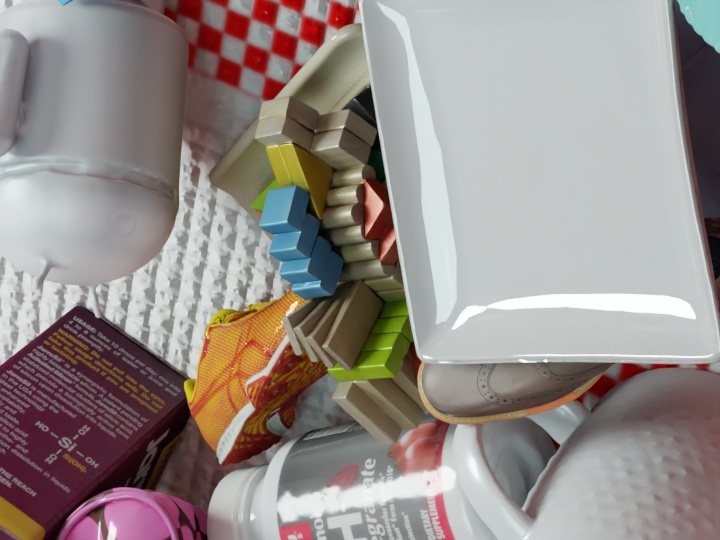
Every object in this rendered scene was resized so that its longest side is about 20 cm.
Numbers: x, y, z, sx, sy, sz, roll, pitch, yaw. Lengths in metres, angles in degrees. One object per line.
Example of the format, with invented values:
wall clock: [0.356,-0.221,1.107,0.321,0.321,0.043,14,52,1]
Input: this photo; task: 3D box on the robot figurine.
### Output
robot figurine: [-0.156,-0.078,1.381,0.113,0.169,0.200,-7,72,36]

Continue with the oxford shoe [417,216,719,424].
oxford shoe: [0.111,0.022,1.258,0.200,0.073,0.071,-28,76,17]

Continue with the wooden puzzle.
wooden puzzle: [0.017,-0.020,1.371,0.200,0.037,0.185,46,140,-1]

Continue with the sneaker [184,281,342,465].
sneaker: [-0.060,0.047,1.427,0.077,0.073,0.200,58,144,13]

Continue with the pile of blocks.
pile of blocks: [0.000,0.000,1.316,0.062,0.082,0.200,-8,112,46]

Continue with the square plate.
square plate: [0.090,-0.053,1.200,0.198,0.028,0.200,-2,100,46]

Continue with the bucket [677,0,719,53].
bucket: [0.238,-0.170,1.086,0.207,0.207,0.135,22,129,19]

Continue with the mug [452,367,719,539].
mug: [0.134,0.139,1.321,0.200,0.175,0.148,42,128,4]

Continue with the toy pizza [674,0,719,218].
toy pizza: [0.139,-0.080,1.291,0.200,0.032,0.201,16,125,24]

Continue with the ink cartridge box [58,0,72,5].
ink cartridge box: [-0.122,-0.226,1.262,0.116,0.067,0.200,59,149,-6]

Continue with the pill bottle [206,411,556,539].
pill bottle: [0.011,0.142,1.436,0.200,0.111,0.111,-14,107,35]

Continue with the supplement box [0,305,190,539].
supplement box: [-0.206,0.133,1.500,0.103,0.200,0.131,33,127,10]

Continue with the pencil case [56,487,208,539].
pencil case: [-0.126,0.185,1.483,0.091,0.200,0.094,-19,79,7]
